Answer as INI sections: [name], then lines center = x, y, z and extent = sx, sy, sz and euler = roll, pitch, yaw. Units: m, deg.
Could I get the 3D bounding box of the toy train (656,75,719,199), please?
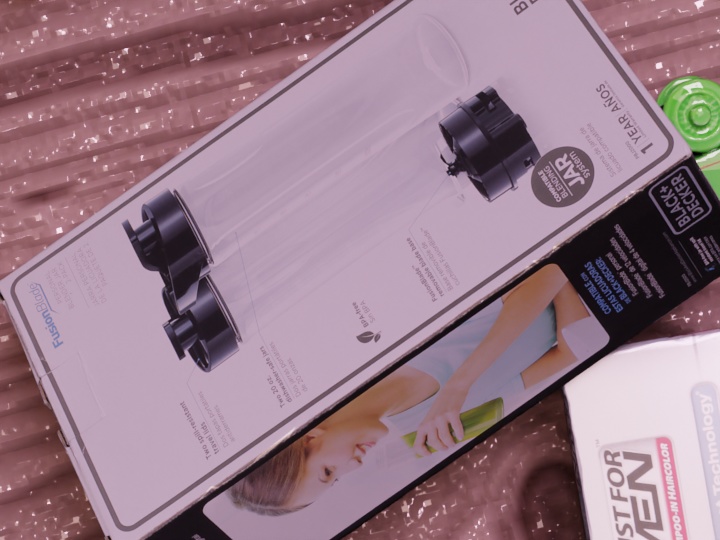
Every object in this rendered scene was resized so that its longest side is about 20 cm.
[toy train]
center = 0.183, -0.062, 0.782
extent = 0.199, 0.042, 0.057
euler = -20, 95, 4

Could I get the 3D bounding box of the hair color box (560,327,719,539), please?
[hair color box]
center = 0.165, 0.059, 0.765
extent = 0.198, 0.061, 0.100
euler = -10, 86, 4

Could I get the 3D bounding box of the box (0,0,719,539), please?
[box]
center = 0.000, 0.000, 0.757
extent = 0.199, 0.060, 0.117
euler = -35, 51, 4
